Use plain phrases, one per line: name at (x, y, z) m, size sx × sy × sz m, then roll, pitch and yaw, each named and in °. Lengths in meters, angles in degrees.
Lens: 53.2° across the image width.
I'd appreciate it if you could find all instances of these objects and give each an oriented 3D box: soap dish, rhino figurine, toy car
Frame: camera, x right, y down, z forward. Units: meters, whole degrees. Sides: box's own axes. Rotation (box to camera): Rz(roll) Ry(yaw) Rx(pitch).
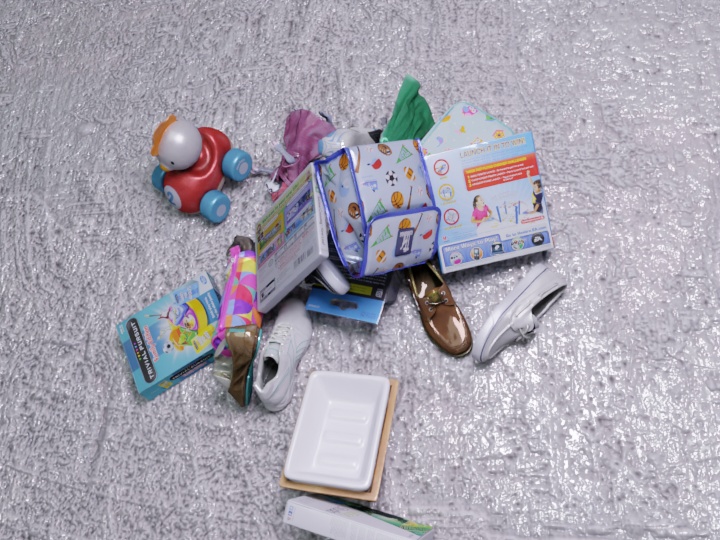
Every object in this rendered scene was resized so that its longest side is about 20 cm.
soap dish at (-0.027, 0.262, 1.135) m, size 0.154 × 0.082 × 0.203 m, roll 3°, pitch 52°, yaw 15°
rhino figurine at (-0.166, -0.054, 1.354) m, size 0.195 × 0.060 × 0.089 m, roll -13°, pitch 71°, yaw 12°
toy car at (-0.348, -0.216, 1.386) m, size 0.182 × 0.199 × 0.179 m, roll 29°, pitch 89°, yaw 28°

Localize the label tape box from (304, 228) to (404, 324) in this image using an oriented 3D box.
label tape box at (0.000, 0.000, 1.282) m, size 0.141 × 0.063 × 0.204 m, roll 10°, pitch 69°, yaw 20°

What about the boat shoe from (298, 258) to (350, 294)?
boat shoe at (-0.089, -0.004, 1.233) m, size 0.068 × 0.073 × 0.199 m, roll -50°, pitch 50°, yaw 3°

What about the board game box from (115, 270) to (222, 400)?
board game box at (-0.336, 0.118, 1.323) m, size 0.198 × 0.047 × 0.152 m, roll -31°, pitch 61°, yaw -2°

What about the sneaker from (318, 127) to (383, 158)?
sneaker at (-0.008, -0.231, 1.333) m, size 0.071 × 0.199 × 0.074 m, roll 12°, pitch 102°, yaw 28°

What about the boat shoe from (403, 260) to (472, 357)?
boat shoe at (0.124, 0.054, 1.221) m, size 0.071 × 0.068 × 0.202 m, roll -30°, pitch 61°, yaw -2°

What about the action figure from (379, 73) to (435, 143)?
action figure at (0.074, -0.258, 1.338) m, size 0.054 × 0.119 × 0.202 m, roll -14°, pitch 37°, yaw 41°

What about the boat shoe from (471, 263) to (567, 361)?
boat shoe at (0.262, 0.079, 1.176) m, size 0.065 × 0.073 × 0.200 m, roll 35°, pitch 69°, yaw 31°

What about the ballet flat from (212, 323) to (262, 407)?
ballet flat at (-0.207, 0.155, 1.186) m, size 0.071 × 0.202 × 0.069 m, roll 10°, pitch 50°, yaw -6°

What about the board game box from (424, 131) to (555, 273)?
board game box at (0.211, -0.114, 1.224) m, size 0.195 × 0.056 × 0.201 m, roll -12°, pitch 93°, yaw 1°

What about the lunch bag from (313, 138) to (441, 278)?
lunch bag at (0.036, -0.100, 1.168) m, size 0.167 × 0.123 × 0.205 m, roll -12°, pitch 89°, yaw -35°

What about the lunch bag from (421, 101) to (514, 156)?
lunch bag at (0.181, -0.206, 1.327) m, size 0.159 × 0.077 × 0.201 m, roll 36°, pitch 78°, yaw 28°

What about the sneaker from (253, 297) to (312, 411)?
sneaker at (-0.134, 0.135, 1.245) m, size 0.069 × 0.081 × 0.204 m, roll 3°, pitch 64°, yaw 18°

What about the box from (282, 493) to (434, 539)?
box at (0.001, 0.374, 1.056) m, size 0.196 × 0.144 × 0.037 m, roll 13°, pitch 82°, yaw 19°

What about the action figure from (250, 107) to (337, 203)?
action figure at (-0.126, -0.216, 1.421) m, size 0.147 × 0.133 × 0.204 m, roll 23°, pitch 82°, yaw -21°

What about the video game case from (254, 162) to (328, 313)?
video game case at (-0.122, -0.053, 1.223) m, size 0.199 × 0.022 × 0.186 m, roll -40°, pitch 47°, yaw 41°

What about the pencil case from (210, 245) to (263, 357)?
pencil case at (-0.213, 0.055, 1.274) m, size 0.086 × 0.089 × 0.203 m, roll -11°, pitch 45°, yaw 9°
